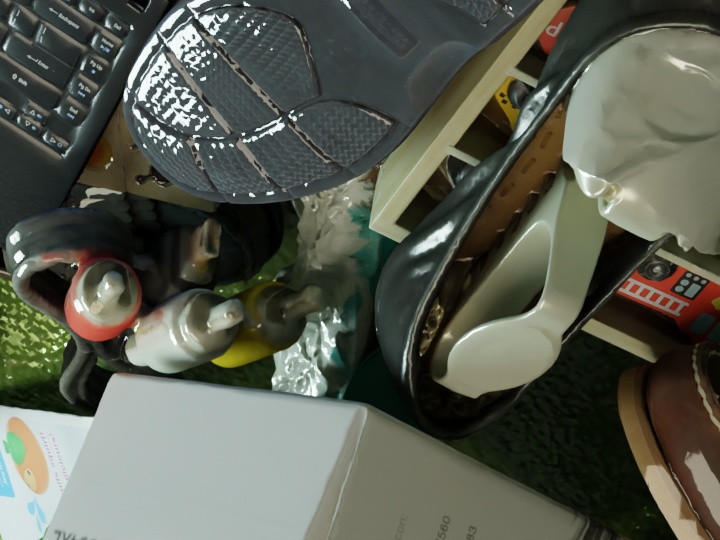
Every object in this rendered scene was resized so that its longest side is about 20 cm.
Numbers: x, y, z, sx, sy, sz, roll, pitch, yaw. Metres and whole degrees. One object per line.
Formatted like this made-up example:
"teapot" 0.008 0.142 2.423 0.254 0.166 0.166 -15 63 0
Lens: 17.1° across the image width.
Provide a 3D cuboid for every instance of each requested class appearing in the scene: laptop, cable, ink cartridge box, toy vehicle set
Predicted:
"laptop" -0.155 -0.089 0.712 0.177 0.103 0.200 33 129 -2
"cable" -0.085 0.028 0.821 0.096 0.051 0.200 8 157 -17
"ink cartridge box" 0.018 0.109 0.756 0.199 0.085 0.146 30 164 -34
"toy vehicle set" 0.119 -0.019 0.707 0.199 0.027 0.124 25 131 -15

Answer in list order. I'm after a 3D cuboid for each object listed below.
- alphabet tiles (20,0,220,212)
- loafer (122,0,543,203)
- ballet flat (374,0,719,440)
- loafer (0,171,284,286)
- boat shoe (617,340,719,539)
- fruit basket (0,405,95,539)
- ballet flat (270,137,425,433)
"alphabet tiles" -0.095 -0.107 0.746 0.166 0.008 0.201 13 133 17
"loafer" 0.007 -0.079 0.683 0.072 0.063 0.200 49 139 -9
"ballet flat" 0.068 -0.021 0.646 0.068 0.069 0.200 22 132 -15
"loafer" -0.127 -0.017 0.850 0.199 0.063 0.072 12 134 18
"boat shoe" 0.158 0.093 0.729 0.070 0.071 0.200 -30 114 29
"fruit basket" -0.087 0.141 0.906 0.199 0.093 0.187 -2 109 51
"ballet flat" 0.000 0.000 0.811 0.071 0.072 0.201 20 132 10
